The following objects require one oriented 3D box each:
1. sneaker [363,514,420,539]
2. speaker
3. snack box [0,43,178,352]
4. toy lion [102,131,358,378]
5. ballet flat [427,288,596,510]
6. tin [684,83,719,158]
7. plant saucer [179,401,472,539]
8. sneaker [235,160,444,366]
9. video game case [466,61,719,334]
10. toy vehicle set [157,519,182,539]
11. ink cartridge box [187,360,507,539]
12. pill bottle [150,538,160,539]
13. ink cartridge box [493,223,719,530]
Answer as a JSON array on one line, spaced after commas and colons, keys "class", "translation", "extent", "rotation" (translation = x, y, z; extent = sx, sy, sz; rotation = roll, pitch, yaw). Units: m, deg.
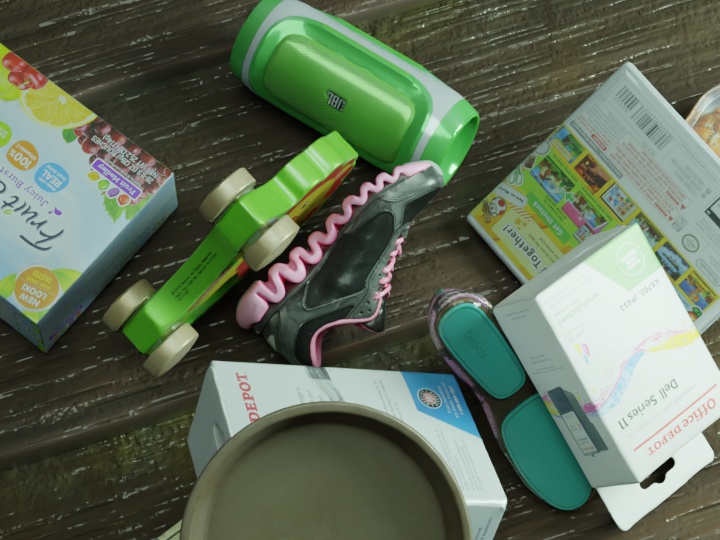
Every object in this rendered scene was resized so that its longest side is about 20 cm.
[{"class": "sneaker", "translation": [0.062, 0.247, 1.586], "extent": [0.075, 0.200, 0.087], "rotation": [-28, 35, 12]}, {"class": "speaker", "translation": [-0.005, -0.145, 1.824], "extent": [0.199, 0.089, 0.089], "rotation": [31, 70, 13]}, {"class": "snack box", "translation": [-0.274, -0.062, 1.798], "extent": [0.199, 0.068, 0.169], "rotation": [37, 71, 16]}, {"class": "toy lion", "translation": [-0.088, -0.023, 1.737], "extent": [0.069, 0.192, 0.200], "rotation": [46, 114, 4]}, {"class": "ballet flat", "translation": [0.118, 0.091, 1.718], "extent": [0.069, 0.071, 0.201], "rotation": [-35, 104, 8]}, {"class": "tin", "translation": [0.294, -0.065, 1.816], "extent": [0.111, 0.042, 0.201], "rotation": [31, 70, 17]}, {"class": "plant saucer", "translation": [-0.024, 0.186, 1.519], "extent": [0.198, 0.029, 0.202], "rotation": [-1, 96, -5]}, {"class": "sneaker", "translation": [0.000, 0.000, 1.759], "extent": [0.200, 0.079, 0.096], "rotation": [-43, 79, 5]}, {"class": "video game case", "translation": [0.211, -0.032, 1.770], "extent": [0.182, 0.023, 0.200], "rotation": [-44, 71, 10]}, {"class": "toy vehicle set", "translation": [-0.056, 0.252, 1.682], "extent": [0.124, 0.027, 0.200], "rotation": [-34, 71, -14]}, {"class": "ink cartridge box", "translation": [-0.013, 0.146, 1.636], "extent": [0.198, 0.084, 0.146], "rotation": [4, 37, -21]}, {"class": "pill bottle", "translation": [-0.076, 0.269, 1.601], "extent": [0.199, 0.109, 0.109], "rotation": [24, 68, 10]}, {"class": "ink cartridge box", "translation": [0.201, 0.082, 1.681], "extent": [0.117, 0.067, 0.201], "rotation": [-34, 98, -28]}]
